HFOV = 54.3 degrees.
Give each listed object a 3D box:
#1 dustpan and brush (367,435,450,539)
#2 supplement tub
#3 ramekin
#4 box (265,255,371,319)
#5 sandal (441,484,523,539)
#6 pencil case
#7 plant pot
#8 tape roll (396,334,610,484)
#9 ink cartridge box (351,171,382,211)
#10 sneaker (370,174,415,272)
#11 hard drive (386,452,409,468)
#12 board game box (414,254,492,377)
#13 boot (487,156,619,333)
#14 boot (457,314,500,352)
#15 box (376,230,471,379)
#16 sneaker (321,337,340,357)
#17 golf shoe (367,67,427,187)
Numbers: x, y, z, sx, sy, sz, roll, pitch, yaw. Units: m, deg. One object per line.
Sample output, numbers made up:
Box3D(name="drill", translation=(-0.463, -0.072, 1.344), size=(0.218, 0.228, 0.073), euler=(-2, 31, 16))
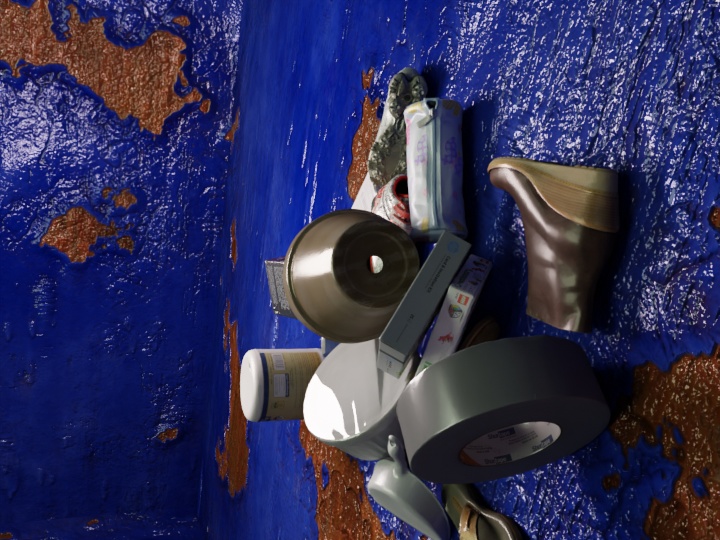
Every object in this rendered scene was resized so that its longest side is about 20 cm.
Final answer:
Box3D(name="dustpan and brush", translation=(0.058, 0.295, 0.980), size=(0.139, 0.057, 0.200), euler=(22, 153, 35))
Box3D(name="supplement tub", translation=(-0.133, 0.230, 1.421), size=(0.144, 0.200, 0.145), euler=(-178, 90, -70))
Box3D(name="ramekin", translation=(0.021, 0.190, 1.052), size=(0.202, 0.094, 0.203), euler=(-29, 34, 23))
Box3D(name="box", translation=(-0.056, 0.021, 1.229), size=(0.200, 0.148, 0.105), euler=(4, 104, 57))
Box3D(name="sandal", translation=(0.141, 0.325, 0.884), size=(0.200, 0.054, 0.082), euler=(-139, 54, -65))
Box3D(name="pencil case", translation=(0.105, -0.136, 0.975), size=(0.091, 0.083, 0.200), euler=(136, 133, -81))
Box3D(name="plant pot", translation=(0.000, 0.000, 0.969), size=(0.174, 0.200, 0.200), euler=(150, 120, -76))
Box3D(name="tape roll", translation=(0.139, 0.143, 0.697), size=(0.200, 0.200, 0.066), euler=(115, 149, -47))
Box3D(name="ink cartridge box", translation=(0.012, -0.073, 1.285), size=(0.200, 0.042, 0.120), euler=(121, 144, -49))
Box3D(name="sneaker", translation=(0.063, -0.051, 1.107), size=(0.108, 0.067, 0.202), euler=(137, 132, -62))
Box3D(name="hard drive", translation=(0.041, 0.237, 1.178), size=(0.200, 0.042, 0.135), euler=(-138, 52, -63))
Box3D(name="board game box", translation=(0.110, 0.090, 0.896), size=(0.126, 0.035, 0.200), euler=(-43, -27, -63))
Box3D(name="boot", translation=(0.189, -0.034, 0.755), size=(0.200, 0.072, 0.167), euler=(-151, 66, -63))
Box3D(name="boot", translation=(0.149, 0.153, 0.895), size=(0.075, 0.074, 0.200), euler=(31, 116, 33))
Box3D(name="box", translation=(0.076, 0.052, 0.900), size=(0.156, 0.041, 0.200), euler=(-58, -8, -14))
Box3D(name="sneaker", translation=(0.004, 0.116, 1.241), size=(0.199, 0.115, 0.081), euler=(-43, -39, -77))
Box3D(name="golf shoe", translation=(0.064, -0.232, 1.144), size=(0.097, 0.078, 0.200), euler=(-83, 10, -59))
